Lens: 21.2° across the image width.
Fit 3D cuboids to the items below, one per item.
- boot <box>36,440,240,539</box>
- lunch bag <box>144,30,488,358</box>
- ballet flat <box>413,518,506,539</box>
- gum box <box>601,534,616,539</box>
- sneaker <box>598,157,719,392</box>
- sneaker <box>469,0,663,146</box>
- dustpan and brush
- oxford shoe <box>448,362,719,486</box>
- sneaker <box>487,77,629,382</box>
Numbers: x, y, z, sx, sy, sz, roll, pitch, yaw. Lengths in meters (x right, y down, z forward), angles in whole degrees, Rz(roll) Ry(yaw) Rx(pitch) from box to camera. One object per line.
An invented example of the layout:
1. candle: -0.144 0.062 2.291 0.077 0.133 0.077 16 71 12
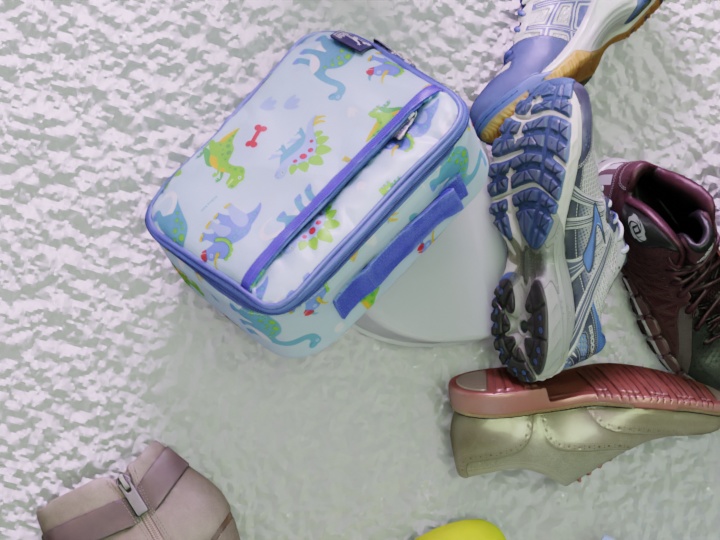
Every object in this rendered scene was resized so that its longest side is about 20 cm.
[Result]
1. boot: -0.163 0.212 1.238 0.199 0.070 0.147 -34 88 -14
2. lunch bag: -0.025 -0.052 1.236 0.200 0.083 0.160 -45 52 -12
3. ballet flat: 0.019 0.227 1.273 0.198 0.067 0.067 -24 91 -14
4. gum box: 0.202 0.295 1.260 0.199 0.045 0.171 26 77 34
5. sneaker: 0.227 0.008 1.311 0.076 0.115 0.201 -39 95 -12
6. sneaker: 0.134 -0.173 1.336 0.088 0.075 0.200 42 75 10
7. dustpan and brush: 0.000 0.000 1.298 0.198 0.057 0.141 -17 100 -20
8. oxford shoe: 0.156 0.107 1.320 0.198 0.071 0.075 1 104 -5
9. sneaker: 0.137 -0.029 1.291 0.085 0.077 0.202 -5 105 -36
